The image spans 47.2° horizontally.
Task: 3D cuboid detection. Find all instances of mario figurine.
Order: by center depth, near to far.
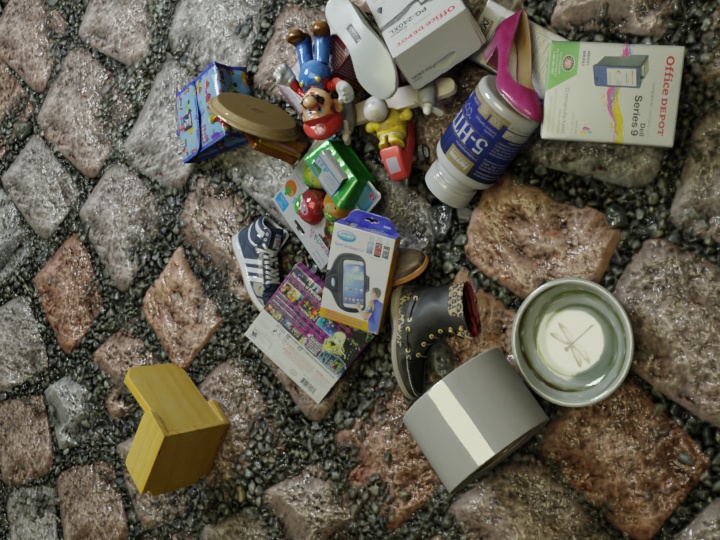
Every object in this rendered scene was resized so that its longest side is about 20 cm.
[{"bbox_3d":[-0.081,-0.326,1.419,0.123,0.104,0.205,-23,74,59],"label":"mario figurine"}]

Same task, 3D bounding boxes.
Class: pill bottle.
[{"bbox_3d":[0.195,-0.206,1.363,0.120,0.118,0.201,50,127,21],"label":"pill bottle"}]

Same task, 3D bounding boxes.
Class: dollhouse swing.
[{"bbox_3d":[-0.399,0.315,1.659,0.174,0.199,0.185,31,103,26],"label":"dollhouse swing"}]

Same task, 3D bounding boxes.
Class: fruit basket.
[{"bbox_3d":[-0.072,-0.137,1.545,0.200,0.093,0.187,-45,68,25],"label":"fruit basket"}]

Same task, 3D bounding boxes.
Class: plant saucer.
[{"bbox_3d":[0.341,0.113,1.318,0.196,0.050,0.206,-1,89,30],"label":"plant saucer"}]

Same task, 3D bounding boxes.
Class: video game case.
[{"bbox_3d":[-0.095,0.119,1.550,0.199,0.036,0.182,41,109,6],"label":"video game case"}]

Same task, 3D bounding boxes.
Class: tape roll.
[{"bbox_3d":[0.184,0.240,1.321,0.202,0.201,0.140,-43,70,22],"label":"tape roll"}]

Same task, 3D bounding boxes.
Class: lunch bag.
[{"bbox_3d":[-0.316,-0.318,1.708,0.197,0.093,0.154,-16,81,41],"label":"lunch bag"}]

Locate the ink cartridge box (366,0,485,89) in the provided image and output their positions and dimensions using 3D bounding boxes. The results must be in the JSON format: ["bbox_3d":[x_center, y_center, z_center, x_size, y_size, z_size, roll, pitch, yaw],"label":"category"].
[{"bbox_3d":[0.107,-0.426,1.397,0.144,0.083,0.202,-31,47,14],"label":"ink cartridge box"}]

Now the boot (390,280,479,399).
[{"bbox_3d":[0.130,0.117,1.431,0.148,0.073,0.205,-10,77,32],"label":"boot"}]

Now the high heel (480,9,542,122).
[{"bbox_3d":[0.256,-0.318,1.279,0.096,0.066,0.202,-48,37,30],"label":"high heel"}]

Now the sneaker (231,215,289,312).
[{"bbox_3d":[-0.178,-0.011,1.615,0.108,0.070,0.203,-35,69,26],"label":"sneaker"}]

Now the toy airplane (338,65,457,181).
[{"bbox_3d":[0.050,-0.287,1.448,0.198,0.140,0.202,40,108,25],"label":"toy airplane"}]

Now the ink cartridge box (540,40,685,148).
[{"bbox_3d":[0.378,-0.267,1.250,0.195,0.087,0.149,6,101,11],"label":"ink cartridge box"}]

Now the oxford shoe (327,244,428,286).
[{"bbox_3d":[0.027,-0.019,1.480,0.196,0.073,0.072,-3,49,30],"label":"oxford shoe"}]

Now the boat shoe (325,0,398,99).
[{"bbox_3d":[0.014,-0.379,1.397,0.070,0.063,0.203,-33,79,28],"label":"boat shoe"}]

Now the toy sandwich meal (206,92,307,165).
[{"bbox_3d":[-0.200,-0.271,1.568,0.204,0.203,0.071,36,117,26],"label":"toy sandwich meal"}]

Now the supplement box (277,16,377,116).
[{"bbox_3d":[-0.045,-0.378,1.525,0.200,0.110,0.086,-47,68,20],"label":"supplement box"}]

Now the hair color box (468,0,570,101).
[{"bbox_3d":[0.275,-0.355,1.365,0.199,0.060,0.100,37,106,25],"label":"hair color box"}]

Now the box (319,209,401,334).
[{"bbox_3d":[0.000,0.000,1.450,0.117,0.041,0.204,16,111,17],"label":"box"}]
